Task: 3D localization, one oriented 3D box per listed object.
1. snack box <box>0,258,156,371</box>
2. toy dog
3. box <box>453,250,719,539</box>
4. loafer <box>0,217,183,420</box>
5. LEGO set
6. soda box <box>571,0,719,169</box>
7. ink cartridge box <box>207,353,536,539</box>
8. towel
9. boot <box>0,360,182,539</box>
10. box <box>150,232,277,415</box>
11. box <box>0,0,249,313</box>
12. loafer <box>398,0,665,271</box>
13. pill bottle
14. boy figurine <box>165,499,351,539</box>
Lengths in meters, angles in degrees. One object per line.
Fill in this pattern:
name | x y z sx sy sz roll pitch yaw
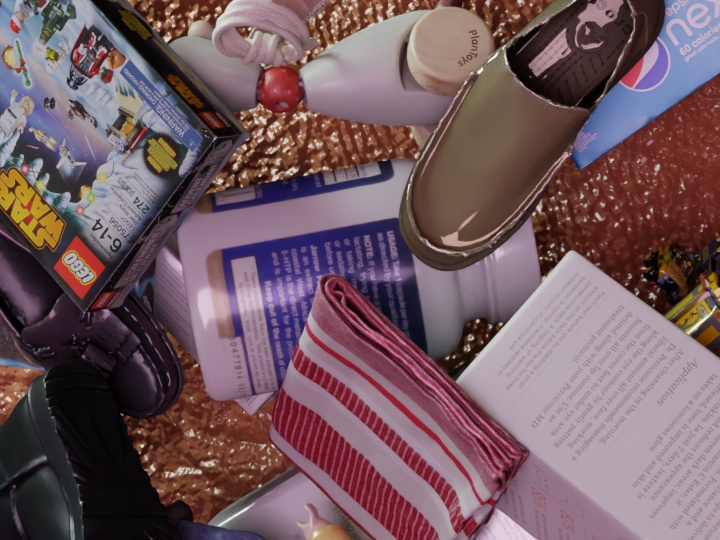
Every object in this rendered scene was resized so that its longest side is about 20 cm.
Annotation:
snack box | -0.178 -0.040 1.700 0.115 0.037 0.202 7 104 13
toy dog | -0.008 -0.132 1.648 0.199 0.097 0.132 14 148 -18
box | 0.160 0.111 1.548 0.200 0.152 0.106 37 74 20
loafer | -0.188 0.016 1.662 0.200 0.063 0.072 46 110 1
LEGO set | 0.264 0.033 1.594 0.116 0.154 0.200 -42 93 18
soda box | 0.190 -0.141 1.615 0.199 0.068 0.064 -35 90 18
ink cartridge box | 0.022 0.165 1.712 0.199 0.087 0.146 -33 92 16
towel | 0.013 0.096 1.574 0.144 0.023 0.200 44 153 12
boot | -0.183 0.165 1.654 0.162 0.073 0.199 -40 64 39
box | -0.118 0.001 1.735 0.200 0.039 0.041 44 107 1
box | -0.171 -0.095 1.622 0.200 0.040 0.137 47 116 17
loafer | 0.088 -0.088 1.565 0.076 0.067 0.201 36 93 10
pill bottle | 0.000 0.000 1.653 0.198 0.120 0.121 -10 100 -1
boy figurine | -0.032 0.196 1.654 0.199 0.064 0.125 19 105 10
